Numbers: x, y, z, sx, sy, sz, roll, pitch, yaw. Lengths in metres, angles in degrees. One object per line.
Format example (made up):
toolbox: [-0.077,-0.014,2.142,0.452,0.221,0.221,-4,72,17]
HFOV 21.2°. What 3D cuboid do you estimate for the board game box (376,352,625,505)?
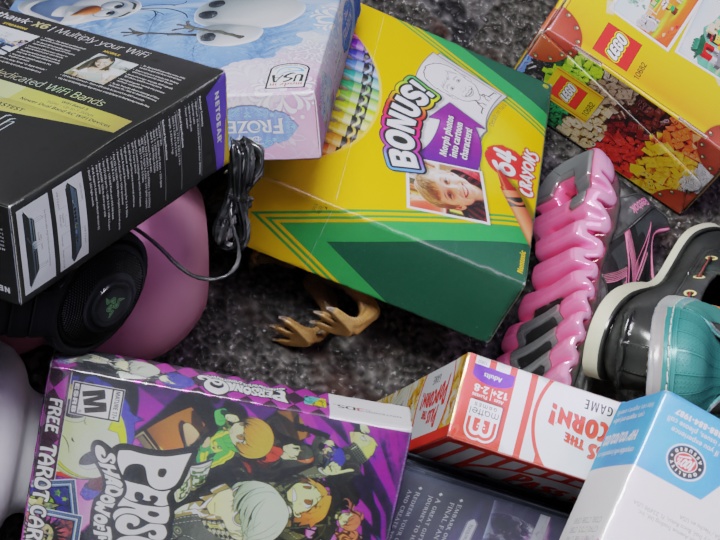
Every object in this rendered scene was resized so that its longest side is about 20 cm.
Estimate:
board game box: [0.093,0.101,1.035,0.150,0.200,0.047,18,75,-9]

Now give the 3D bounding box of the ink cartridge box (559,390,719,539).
ink cartridge box: [0.139,0.173,0.896,0.114,0.068,0.201,28,76,-7]

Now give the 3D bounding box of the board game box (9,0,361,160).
board game box: [-0.108,-0.121,1.078,0.198,0.044,0.200,-1,31,7]

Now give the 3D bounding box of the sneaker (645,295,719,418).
sneaker: [0.211,0.053,1.030,0.079,0.200,0.072,2,86,27]

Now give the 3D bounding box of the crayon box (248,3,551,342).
crayon box: [0.020,-0.070,1.150,0.171,0.058,0.201,23,40,-8]

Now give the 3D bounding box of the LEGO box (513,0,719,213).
LEGO box: [0.208,-0.163,1.286,0.148,0.077,0.201,34,58,0]

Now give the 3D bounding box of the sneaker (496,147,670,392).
sneaker: [0.146,0.026,1.178,0.095,0.079,0.201,31,60,-27]

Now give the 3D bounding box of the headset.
headset: [-0.143,-0.025,0.936,0.198,0.095,0.124,-1,32,-30]

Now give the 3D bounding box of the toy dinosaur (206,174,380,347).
toy dinosaur: [0.000,0.000,1.139,0.199,0.060,0.107,27,57,-5]

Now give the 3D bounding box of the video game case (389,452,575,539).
video game case: [0.043,0.170,1.011,0.198,0.144,0.019,18,25,-11]

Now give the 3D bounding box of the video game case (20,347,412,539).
video game case: [-0.081,0.149,0.957,0.180,0.202,0.036,11,16,-6]

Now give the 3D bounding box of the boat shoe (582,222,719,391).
boat shoe: [0.200,0.025,1.158,0.063,0.074,0.201,16,23,25]

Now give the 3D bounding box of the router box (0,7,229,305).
router box: [-0.186,-0.066,0.908,0.199,0.053,0.157,18,36,28]

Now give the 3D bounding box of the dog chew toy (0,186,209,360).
dog chew toy: [-0.184,-0.007,1.047,0.198,0.125,0.126,-3,65,-12]

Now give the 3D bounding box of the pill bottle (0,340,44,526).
pill bottle: [-0.242,0.081,0.980,0.198,0.111,0.112,11,61,-13]
